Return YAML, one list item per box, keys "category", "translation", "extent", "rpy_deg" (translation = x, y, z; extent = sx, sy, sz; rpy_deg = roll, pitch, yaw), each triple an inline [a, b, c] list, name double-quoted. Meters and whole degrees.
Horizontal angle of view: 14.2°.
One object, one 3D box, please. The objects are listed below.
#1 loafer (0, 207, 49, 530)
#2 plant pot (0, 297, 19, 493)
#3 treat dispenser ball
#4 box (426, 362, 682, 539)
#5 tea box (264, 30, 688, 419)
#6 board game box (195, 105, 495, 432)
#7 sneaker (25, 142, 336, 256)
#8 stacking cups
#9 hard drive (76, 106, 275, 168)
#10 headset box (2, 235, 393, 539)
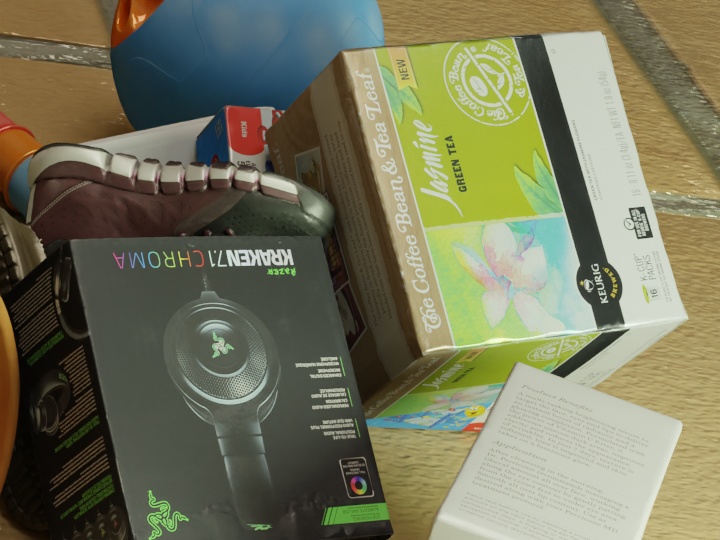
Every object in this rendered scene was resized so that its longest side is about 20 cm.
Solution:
- category: "loafer"
  translation: [-0.195, 0.059, 1.703]
  extent: [0.067, 0.076, 0.201]
  rpy_deg: [11, 59, -57]
- category: "plant pot"
  translation: [-0.295, 0.079, 1.552]
  extent: [0.139, 0.202, 0.200]
  rpy_deg: [9, 22, 25]
- category: "treat dispenser ball"
  translation: [-0.082, -0.159, 2.090]
  extent: [0.199, 0.202, 0.201]
  rpy_deg: [13, 27, -7]
- category: "box"
  translation: [0.093, 0.170, 1.618]
  extent: [0.106, 0.153, 0.200]
  rpy_deg: [20, 26, 8]
- category: "tea box"
  translation: [0.069, -0.029, 1.812]
  extent: [0.195, 0.134, 0.201]
  rpy_deg: [-8, 72, -27]
- category: "board game box"
  translation: [0.000, 0.000, 1.880]
  extent: [0.194, 0.056, 0.201]
  rpy_deg: [3, 66, -24]
- category: "sneaker"
  translation: [-0.117, -0.006, 1.763]
  extent: [0.199, 0.116, 0.076]
  rpy_deg: [7, -16, 18]
- category: "stacking cups"
  translation: [-0.213, -0.054, 1.971]
  extent: [0.060, 0.061, 0.200]
  rpy_deg: [-8, 36, -40]
- category: "hard drive"
  translation: [-0.123, -0.028, 1.903]
  extent: [0.027, 0.133, 0.199]
  rpy_deg: [0, 10, 42]
- category: "headset box"
  translation: [-0.092, 0.090, 1.641]
  extent: [0.173, 0.093, 0.201]
  rpy_deg: [0, 68, -34]
